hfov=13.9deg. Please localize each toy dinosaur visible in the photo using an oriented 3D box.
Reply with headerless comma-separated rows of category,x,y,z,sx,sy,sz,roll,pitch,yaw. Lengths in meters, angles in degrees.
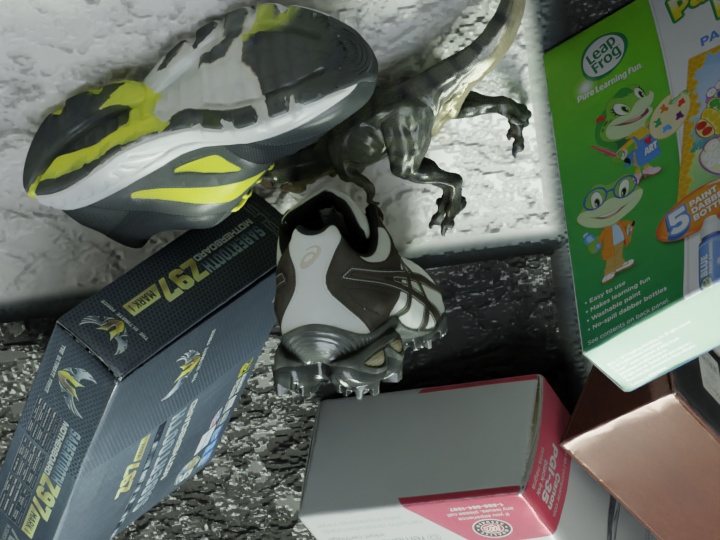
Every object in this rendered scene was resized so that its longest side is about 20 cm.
toy dinosaur,0.036,-0.073,1.490,0.200,0.048,0.088,-36,123,27

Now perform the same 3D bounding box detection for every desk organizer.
desk organizer,0.191,0.106,1.685,0.077,0.072,0.200,-26,134,22

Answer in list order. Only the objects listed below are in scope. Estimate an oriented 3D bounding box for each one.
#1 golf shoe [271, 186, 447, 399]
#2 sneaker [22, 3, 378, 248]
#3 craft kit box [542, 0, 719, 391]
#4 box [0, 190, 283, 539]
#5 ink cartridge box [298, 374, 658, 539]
golf shoe,0.000,0.000,1.499,0.077,0.200,0.095,-5,100,7
sneaker,-0.070,-0.070,1.473,0.199,0.075,0.085,-17,144,27
craft kit box,0.185,-0.069,1.391,0.199,0.198,0.048,-30,130,26
box,-0.117,0.067,1.559,0.051,0.158,0.200,40,136,15
ink cartridge box,0.075,0.152,1.701,0.146,0.083,0.200,-9,141,26
